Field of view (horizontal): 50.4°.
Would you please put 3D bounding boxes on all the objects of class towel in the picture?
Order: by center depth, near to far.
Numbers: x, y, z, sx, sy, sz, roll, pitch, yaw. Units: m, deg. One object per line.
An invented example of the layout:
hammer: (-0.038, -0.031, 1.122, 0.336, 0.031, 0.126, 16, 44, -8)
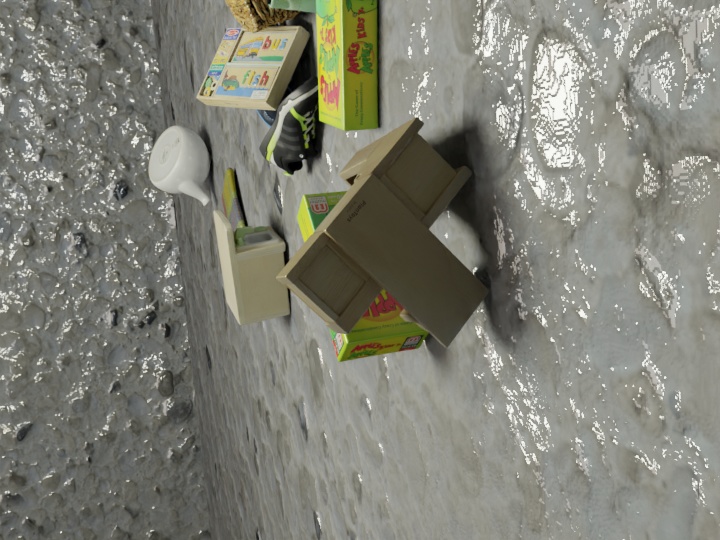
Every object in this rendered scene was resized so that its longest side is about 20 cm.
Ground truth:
towel: (-0.302, -0.132, 1.841, 0.144, 0.023, 0.202, 120, 138, -58)

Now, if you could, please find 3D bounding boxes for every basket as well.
basket: (-0.137, -0.458, 1.171, 0.200, 0.148, 0.144, 48, 164, 56)

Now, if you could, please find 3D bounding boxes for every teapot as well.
teapot: (-0.484, -0.298, 2.128, 0.196, 0.145, 0.202, 14, 86, 47)

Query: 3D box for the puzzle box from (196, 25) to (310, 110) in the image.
puzzle box: (-0.173, -0.322, 1.213, 0.199, 0.025, 0.134, 15, 79, 45)

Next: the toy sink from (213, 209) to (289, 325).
toy sink: (-0.208, -0.018, 1.490, 0.130, 0.111, 0.202, -140, 41, -62)

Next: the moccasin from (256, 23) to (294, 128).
moccasin: (-0.152, -0.330, 1.262, 0.068, 0.080, 0.202, 113, 144, -66)

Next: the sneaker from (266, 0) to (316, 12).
sneaker: (-0.093, -0.437, 1.007, 0.074, 0.117, 0.203, 140, 122, -69)

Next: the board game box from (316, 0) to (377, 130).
board game box: (-0.018, -0.284, 0.956, 0.102, 0.047, 0.202, -141, 47, -62)

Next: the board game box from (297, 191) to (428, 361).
board game box: (0.000, 0.000, 0.907, 0.048, 0.101, 0.201, 115, 143, -54)

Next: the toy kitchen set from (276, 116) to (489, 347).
toy kitchen set: (0.024, -0.013, 0.794, 0.163, 0.200, 0.180, 43, 165, -13)

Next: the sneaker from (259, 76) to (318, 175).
sneaker: (-0.088, -0.217, 1.184, 0.083, 0.072, 0.200, 43, 146, 0)
